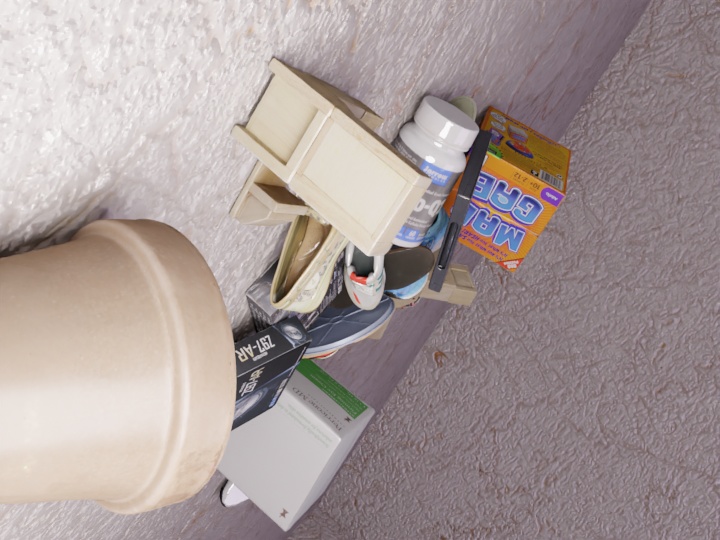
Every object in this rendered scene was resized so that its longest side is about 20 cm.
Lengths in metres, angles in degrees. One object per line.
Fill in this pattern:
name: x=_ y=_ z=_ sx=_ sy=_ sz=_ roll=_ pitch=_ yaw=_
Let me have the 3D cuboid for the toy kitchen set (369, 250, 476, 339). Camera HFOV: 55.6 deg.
toy kitchen set: x=0.114 y=0.034 z=1.488 sx=0.166 sy=0.194 sz=0.183 roll=-102 pitch=-152 yaw=-46

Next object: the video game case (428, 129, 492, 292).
video game case: x=0.159 y=-0.097 z=1.086 sx=0.202 sy=0.025 sz=0.184 roll=-65 pitch=170 yaw=-48

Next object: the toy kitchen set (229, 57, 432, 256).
toy kitchen set: x=-0.022 y=-0.070 z=0.679 sx=0.165 sy=0.179 sz=0.199 roll=-55 pitch=163 yaw=16

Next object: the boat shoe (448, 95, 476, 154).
boat shoe: x=0.138 y=-0.187 z=1.132 sx=0.204 sy=0.073 sz=0.066 roll=-68 pitch=157 yaw=0

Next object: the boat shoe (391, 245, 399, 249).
boat shoe: x=0.044 y=-0.016 z=1.248 sx=0.063 sy=0.071 sz=0.202 roll=-105 pitch=-146 yaw=-45

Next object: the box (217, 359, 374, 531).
box: x=-0.120 y=0.274 z=1.159 sx=0.203 sy=0.197 sz=0.171 roll=-58 pitch=165 yaw=17

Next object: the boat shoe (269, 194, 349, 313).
boat shoe: x=-0.054 y=-0.045 z=0.831 sx=0.062 sy=0.072 sz=0.206 roll=8 pitch=100 yaw=-59

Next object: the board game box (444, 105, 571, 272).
board game box: x=0.288 y=-0.168 z=1.390 sx=0.202 sy=0.196 sz=0.201 roll=-64 pitch=178 yaw=39

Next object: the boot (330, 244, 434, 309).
boot: x=0.030 y=-0.007 z=1.119 sx=0.195 sy=0.075 sz=0.076 roll=-20 pitch=-149 yaw=21

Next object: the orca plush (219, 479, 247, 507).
orca plush: x=-0.233 y=0.416 z=1.474 sx=0.105 sy=0.070 sz=0.202 roll=44 pitch=73 yaw=-32

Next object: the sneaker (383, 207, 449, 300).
sneaker: x=0.088 y=-0.044 z=1.174 sx=0.203 sy=0.077 sz=0.091 roll=-62 pitch=149 yaw=-24

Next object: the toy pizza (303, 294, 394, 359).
toy pizza: x=-0.034 y=0.093 z=1.109 sx=0.195 sy=0.033 sz=0.201 roll=-19 pitch=-164 yaw=6

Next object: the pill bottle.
pill bottle: x=0.089 y=-0.147 z=1.024 sx=0.113 sy=0.113 sz=0.203 roll=-31 pitch=153 yaw=-58

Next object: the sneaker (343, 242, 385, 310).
sneaker: x=0.000 y=0.000 z=1.011 sx=0.095 sy=0.068 sz=0.203 roll=-69 pitch=169 yaw=-45

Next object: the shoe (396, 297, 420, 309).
shoe: x=0.078 y=0.065 z=1.565 sx=0.202 sy=0.090 sz=0.072 roll=-52 pitch=167 yaw=-9

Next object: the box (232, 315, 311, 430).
box: x=-0.165 y=0.158 z=0.934 sx=0.158 sy=0.044 sz=0.202 roll=-24 pitch=156 yaw=-39

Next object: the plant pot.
plant pot: x=-0.203 y=0.069 z=0.433 sx=0.172 sy=0.200 sz=0.203 roll=-4 pitch=132 yaw=-50

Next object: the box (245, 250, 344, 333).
box: x=-0.088 y=0.030 z=0.986 sx=0.158 sy=0.049 sz=0.201 roll=-49 pitch=166 yaw=-20
